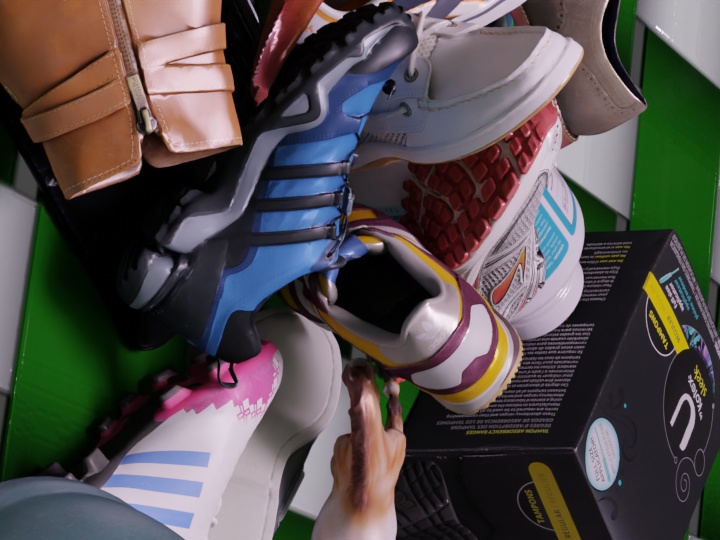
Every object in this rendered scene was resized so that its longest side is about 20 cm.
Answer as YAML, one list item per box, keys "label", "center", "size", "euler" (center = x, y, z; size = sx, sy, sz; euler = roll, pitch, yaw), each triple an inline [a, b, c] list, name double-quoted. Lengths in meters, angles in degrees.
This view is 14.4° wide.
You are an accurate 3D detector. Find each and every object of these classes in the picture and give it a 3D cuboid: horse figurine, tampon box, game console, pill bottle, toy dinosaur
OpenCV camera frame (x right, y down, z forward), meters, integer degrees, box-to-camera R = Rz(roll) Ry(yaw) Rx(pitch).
- label: "horse figurine"
  center: [-0.007, 0.139, 1.521]
  size: [0.133, 0.050, 0.200]
  euler: [-100, -156, -83]
- label: "tampon box"
  center: [0.133, 0.094, 1.765]
  size: [0.150, 0.126, 0.200]
  euler: [63, 38, -35]
- label: "game console"
  center: [-0.108, -0.095, 1.470]
  size: [0.176, 0.116, 0.200]
  euler: [-103, 170, -54]
- label: "pill bottle"
  center: [0.062, -0.040, 1.667]
  size: [0.200, 0.111, 0.111]
  euler: [52, 45, -45]
- label: "toy dinosaur"
  center: [0.010, -0.188, 1.425]
  size: [0.105, 0.181, 0.200]
  euler: [52, 19, -69]

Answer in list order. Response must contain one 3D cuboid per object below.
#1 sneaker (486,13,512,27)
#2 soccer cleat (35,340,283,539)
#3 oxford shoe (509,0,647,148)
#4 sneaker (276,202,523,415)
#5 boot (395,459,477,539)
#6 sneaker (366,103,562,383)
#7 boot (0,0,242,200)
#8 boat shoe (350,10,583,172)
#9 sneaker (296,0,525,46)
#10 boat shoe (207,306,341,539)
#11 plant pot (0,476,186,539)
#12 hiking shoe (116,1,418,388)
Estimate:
- label: "sneaker"
  center: [0.037, -0.171, 1.664]
  size: [0.200, 0.072, 0.073]
  euler: [31, 35, -57]
- label: "soccer cleat"
  center: [-0.097, 0.108, 1.420]
  size: [0.200, 0.070, 0.086]
  euler: [-39, 106, -45]
- label: "oxford shoe"
  center: [0.117, -0.175, 1.672]
  size: [0.070, 0.075, 0.200]
  euler: [-20, 94, -71]
- label: "sneaker"
  center: [0.000, 0.000, 1.490]
  size: [0.075, 0.200, 0.090]
  euler: [-54, 134, -6]
- label: "boot"
  center: [0.054, 0.205, 1.616]
  size: [0.200, 0.068, 0.131]
  euler: [-100, 170, -64]
- label: "sneaker"
  center: [0.065, -0.022, 1.563]
  size: [0.082, 0.200, 0.078]
  euler: [-7, 52, -31]
- label: "boot"
  center: [-0.083, -0.132, 1.338]
  size: [0.200, 0.077, 0.155]
  euler: [-22, 86, -16]
- label: "boat shoe"
  center: [0.027, -0.098, 1.444]
  size: [0.069, 0.200, 0.071]
  euler: [52, 54, -20]
- label: "sneaker"
  center: [0.039, -0.173, 1.573]
  size: [0.200, 0.078, 0.079]
  euler: [-38, 132, -21]
- label: "boat shoe"
  center: [-0.064, 0.102, 1.512]
  size: [0.062, 0.073, 0.200]
  euler: [120, -8, -46]
- label: "plant pot"
  center: [-0.114, 0.202, 1.267]
  size: [0.200, 0.134, 0.201]
  euler: [-10, 105, -42]
- label: "hiking shoe"
  center: [-0.032, -0.044, 1.410]
  size: [0.087, 0.200, 0.074]
  euler: [40, 5, -15]
